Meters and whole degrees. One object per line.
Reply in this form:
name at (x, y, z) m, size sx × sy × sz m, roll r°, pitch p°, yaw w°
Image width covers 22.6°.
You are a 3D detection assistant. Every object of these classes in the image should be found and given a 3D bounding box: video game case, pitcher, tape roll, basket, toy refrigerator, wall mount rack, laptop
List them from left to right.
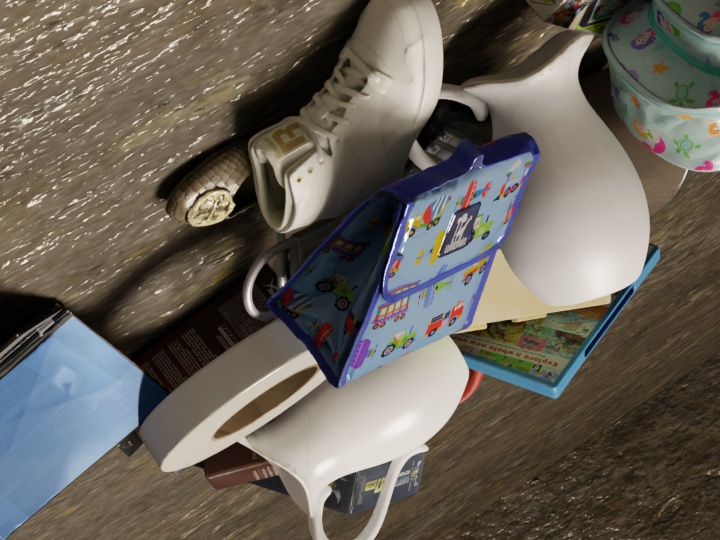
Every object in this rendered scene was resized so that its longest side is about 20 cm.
laptop at (-0.259, 0.127, 1.324) m, size 0.187 × 0.116 × 0.200 m, roll -41°, pitch -177°, yaw 8°
tape roll at (-0.085, 0.092, 1.453) m, size 0.203 × 0.037 × 0.203 m, roll -33°, pitch 169°, yaw -8°
wall mount rack at (-0.037, -0.005, 1.448) m, size 0.200 × 0.075 × 0.174 m, roll -26°, pitch 133°, yaw -36°
pitcher at (0.008, 0.144, 1.613) m, size 0.200 × 0.172 × 0.121 m, roll -38°, pitch -157°, yaw -14°
toy refrigerator at (0.125, 0.012, 1.593) m, size 0.200 × 0.070 × 0.076 m, roll -7°, pitch -177°, yaw -39°
pitcher at (0.133, -0.072, 1.440) m, size 0.171 × 0.200 × 0.121 m, roll -18°, pitch -169°, yaw 5°
video game case at (0.173, 0.027, 1.703) m, size 0.200 × 0.143 × 0.018 m, roll -49°, pitch 142°, yaw -31°
basket at (0.188, -0.099, 1.661) m, size 0.200 × 0.136 × 0.180 m, roll -18°, pitch 144°, yaw -41°

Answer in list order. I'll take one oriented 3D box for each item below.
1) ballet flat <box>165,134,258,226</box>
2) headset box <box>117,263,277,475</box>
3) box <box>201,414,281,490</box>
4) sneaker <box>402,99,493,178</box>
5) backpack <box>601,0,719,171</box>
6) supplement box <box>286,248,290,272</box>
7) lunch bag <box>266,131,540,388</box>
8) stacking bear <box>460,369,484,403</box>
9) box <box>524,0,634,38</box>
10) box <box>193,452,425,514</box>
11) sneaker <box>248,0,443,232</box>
ballet flat at (-0.059, -0.073, 1.344) m, size 0.200 × 0.046 × 0.067 m, roll -24°, pitch 158°, yaw -41°
headset box at (-0.133, 0.097, 1.602) m, size 0.200 × 0.075 × 0.149 m, roll -36°, pitch 165°, yaw -7°
box at (-0.057, 0.134, 1.707) m, size 0.200 × 0.100 × 0.075 m, roll -12°, pitch 162°, yaw -3°
sneaker at (0.066, -0.101, 1.516) m, size 0.200 × 0.074 × 0.081 m, roll -25°, pitch 123°, yaw -4°
backpack at (0.301, -0.182, 1.466) m, size 0.200 × 0.178 × 0.151 m, roll -32°, pitch 141°, yaw -6°
supplement box at (0.000, 0.000, 1.649) m, size 0.109 × 0.061 × 0.200 m, roll -37°, pitch 165°, yaw -3°
lunch bag at (0.043, -0.027, 1.331) m, size 0.151 × 0.094 × 0.200 m, roll -22°, pitch 153°, yaw -40°
stacking bear at (0.146, 0.039, 2.007) m, size 0.200 × 0.121 × 0.114 m, roll -36°, pitch 174°, yaw -42°
box at (0.212, -0.243, 1.477) m, size 0.110 × 0.035 × 0.200 m, roll -44°, pitch 163°, yaw 21°
box at (-0.056, 0.188, 1.827) m, size 0.158 × 0.200 × 0.051 m, roll -6°, pitch 108°, yaw -64°
sneaker at (-0.015, -0.107, 1.263) m, size 0.116 × 0.074 × 0.200 m, roll -21°, pitch 141°, yaw -35°
